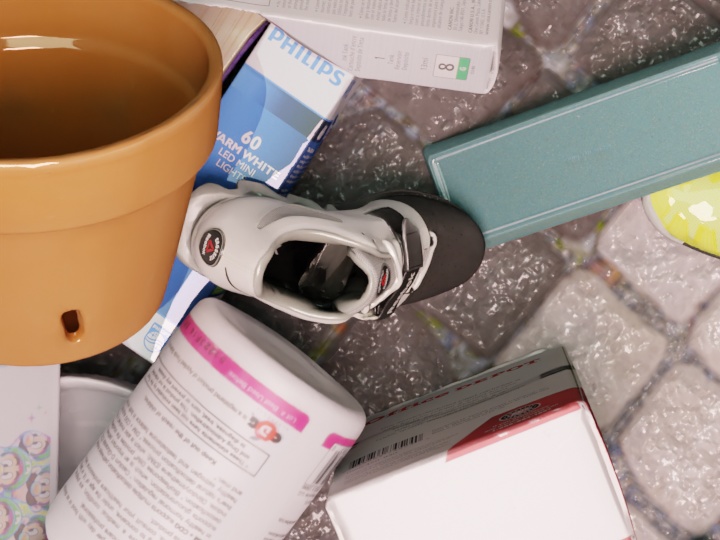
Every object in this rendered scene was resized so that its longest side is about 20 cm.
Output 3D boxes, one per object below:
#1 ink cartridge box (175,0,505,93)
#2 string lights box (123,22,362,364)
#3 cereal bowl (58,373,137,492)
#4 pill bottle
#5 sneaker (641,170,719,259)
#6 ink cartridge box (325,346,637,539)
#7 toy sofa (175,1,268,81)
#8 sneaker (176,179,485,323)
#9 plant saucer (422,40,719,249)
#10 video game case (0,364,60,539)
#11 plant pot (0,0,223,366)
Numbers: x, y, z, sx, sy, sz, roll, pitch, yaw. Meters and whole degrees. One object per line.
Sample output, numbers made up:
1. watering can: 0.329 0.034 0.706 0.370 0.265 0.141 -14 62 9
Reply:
1. ink cartridge box: -0.015 -0.184 1.111 0.198 0.050 0.162 7 55 1
2. string lights box: -0.076 -0.046 1.143 0.059 0.103 0.201 33 94 0
3. cereal bowl: -0.165 0.158 1.169 0.198 0.083 0.202 0 93 3
4. pill bottle: -0.098 0.125 1.065 0.113 0.113 0.200 37 94 1
5. sneaker: 0.260 -0.028 1.134 0.199 0.076 0.076 14 96 6
6. ink cartridge box: 0.066 0.116 1.094 0.146 0.200 0.083 -22 94 5
7. toy sofa: -0.124 -0.109 1.153 0.097 0.083 0.201 33 94 5
8. sneaker: 0.000 0.000 1.091 0.199 0.088 0.075 0 113 -36
9. plant saucer: 0.132 -0.069 1.142 0.199 0.019 0.070 -19 91 23
10. video game case: -0.238 0.115 1.056 0.024 0.181 0.202 3 93 44
11. plant pot: -0.170 -0.046 1.010 0.198 0.201 0.141 6 123 4
